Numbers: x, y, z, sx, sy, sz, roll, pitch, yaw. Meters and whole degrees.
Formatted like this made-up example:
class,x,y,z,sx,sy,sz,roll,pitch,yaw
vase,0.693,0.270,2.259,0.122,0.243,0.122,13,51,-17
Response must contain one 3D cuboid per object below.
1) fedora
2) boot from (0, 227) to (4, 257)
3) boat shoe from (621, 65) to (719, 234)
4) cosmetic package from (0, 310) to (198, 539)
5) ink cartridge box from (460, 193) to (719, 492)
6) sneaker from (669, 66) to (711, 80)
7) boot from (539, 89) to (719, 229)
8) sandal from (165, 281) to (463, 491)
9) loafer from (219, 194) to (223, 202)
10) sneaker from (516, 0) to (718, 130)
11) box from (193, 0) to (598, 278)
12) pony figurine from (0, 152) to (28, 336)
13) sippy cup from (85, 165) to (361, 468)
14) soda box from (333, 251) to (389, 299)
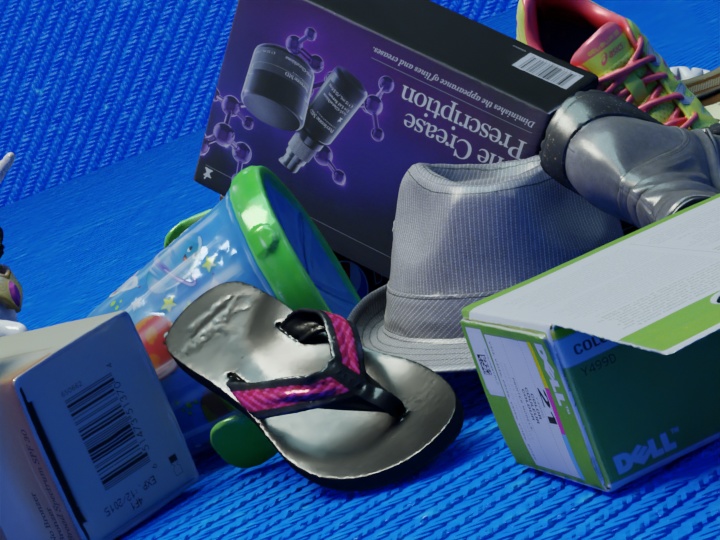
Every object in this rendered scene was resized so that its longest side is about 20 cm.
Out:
class,x,y,z,sx,sy,sz,roll,pitch,yaw
fedora,0.075,-0.016,1.253,0.176,0.091,0.200,-5,10,17
boot,-0.239,0.010,1.313,0.211,0.080,0.158,-14,17,45
boat shoe,0.211,-0.080,1.466,0.200,0.076,0.074,-32,23,-16
cosmetic package,-0.192,0.095,1.295,0.200,0.104,0.087,-14,14,48
ink cartridge box,0.147,0.028,0.975,0.147,0.076,0.200,-24,10,-16
sneaker,0.164,-0.082,1.524,0.199,0.075,0.081,0,27,-5
boot,0.191,-0.023,1.184,0.199,0.070,0.132,4,25,-35
sandal,-0.032,0.047,1.168,0.075,0.045,0.200,-44,42,-19
loafer,-0.056,-0.050,1.925,0.073,0.071,0.200,-29,11,-39
sneaker,0.151,-0.098,1.404,0.078,0.090,0.200,-40,58,-12
box,0.018,-0.080,1.406,0.199,0.142,0.079,26,32,18
pony figurine,-0.261,0.030,1.505,0.192,0.201,0.166,-16,3,33
sippy cup,-0.073,0.033,1.324,0.130,0.140,0.178,-31,-2,8
soda box,0.000,0.000,1.495,0.200,0.071,0.063,-27,10,-35
